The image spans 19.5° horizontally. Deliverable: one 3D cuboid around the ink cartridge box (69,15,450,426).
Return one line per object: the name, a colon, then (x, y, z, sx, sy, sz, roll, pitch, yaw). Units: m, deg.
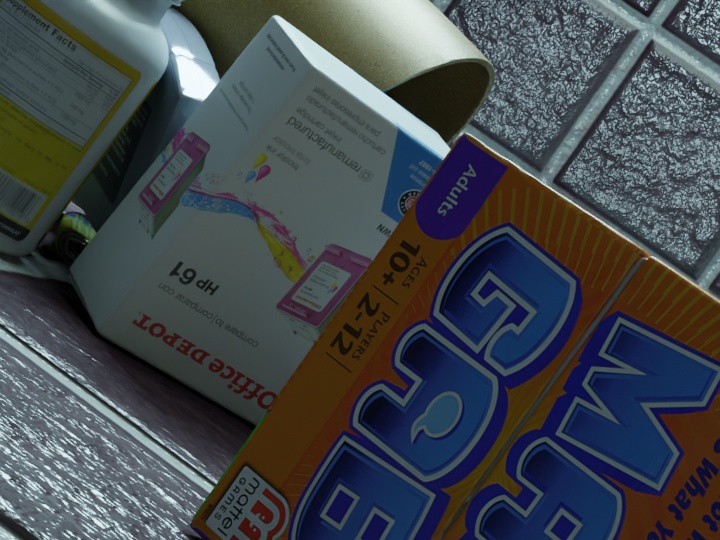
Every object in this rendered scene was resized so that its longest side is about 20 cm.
ink cartridge box: (-0.051, -0.022, 1.224, 0.144, 0.200, 0.085, 33, 13, -33)

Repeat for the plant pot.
plant pot: (-0.045, -0.154, 1.366, 0.200, 0.186, 0.186, 55, 7, 14)

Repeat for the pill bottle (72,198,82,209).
pill bottle: (-0.118, -0.037, 1.621, 0.200, 0.113, 0.113, 35, 2, 2)

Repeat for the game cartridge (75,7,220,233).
game cartridge: (-0.143, -0.099, 1.319, 0.042, 0.133, 0.200, 20, 17, -29)

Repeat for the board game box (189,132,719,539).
board game box: (0.096, 0.100, 0.886, 0.200, 0.200, 0.200, 36, 3, 31)

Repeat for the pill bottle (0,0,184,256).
pill bottle: (-0.183, -0.116, 1.225, 0.112, 0.200, 0.112, 36, 3, -2)

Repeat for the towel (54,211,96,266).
towel: (-0.149, 0.008, 1.441, 0.144, 0.023, 0.200, 34, 2, -10)
